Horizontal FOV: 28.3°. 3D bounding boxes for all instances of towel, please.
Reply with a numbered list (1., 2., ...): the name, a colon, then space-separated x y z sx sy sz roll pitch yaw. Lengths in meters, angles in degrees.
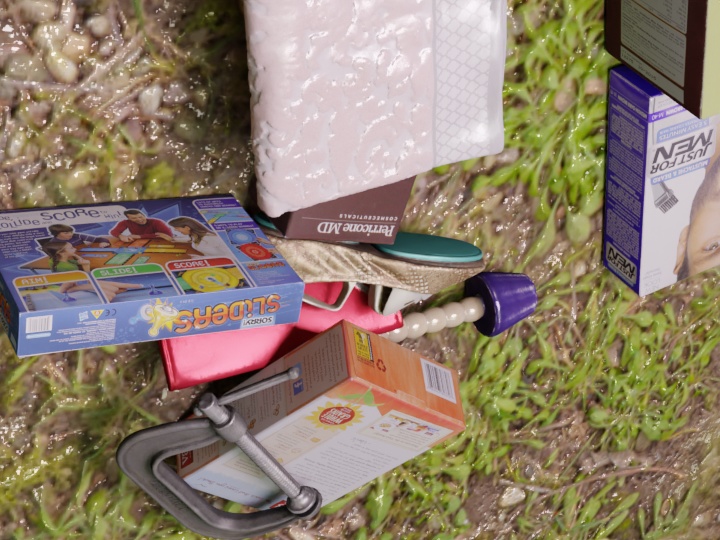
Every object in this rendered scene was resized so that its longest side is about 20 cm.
1. towel: 0.014 -0.146 0.951 0.189 0.032 0.202 -16 125 -21

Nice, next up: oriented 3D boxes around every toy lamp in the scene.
1. toy lamp: 0.056 0.042 1.189 0.198 0.058 0.059 -15 127 -24

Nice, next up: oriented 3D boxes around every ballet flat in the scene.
1. ballet flat: 0.000 0.000 1.104 0.198 0.071 0.066 8 105 -18

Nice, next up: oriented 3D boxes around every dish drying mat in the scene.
1. dish drying mat: -0.063 0.032 1.109 0.198 0.018 0.078 -14 89 -24

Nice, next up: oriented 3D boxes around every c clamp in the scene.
1. c clamp: -0.093 0.153 1.088 0.169 0.027 0.201 -14 140 13

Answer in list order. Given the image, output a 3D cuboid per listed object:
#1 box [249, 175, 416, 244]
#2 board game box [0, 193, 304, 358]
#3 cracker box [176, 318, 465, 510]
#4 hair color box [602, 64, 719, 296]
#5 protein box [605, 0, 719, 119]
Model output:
1. box: -0.001 -0.124 1.034 0.099 0.075 0.202 2 121 -32
2. board game box: -0.155 -0.002 0.978 0.198 0.135 0.035 -6 123 -27
3. cracker box: -0.034 0.124 1.131 0.199 0.058 0.133 -33 139 31
4. hair color box: 0.271 -0.088 1.230 0.108 0.065 0.202 -20 130 -19
5. protein box: 0.303 -0.258 1.087 0.197 0.135 0.202 -21 129 -17
